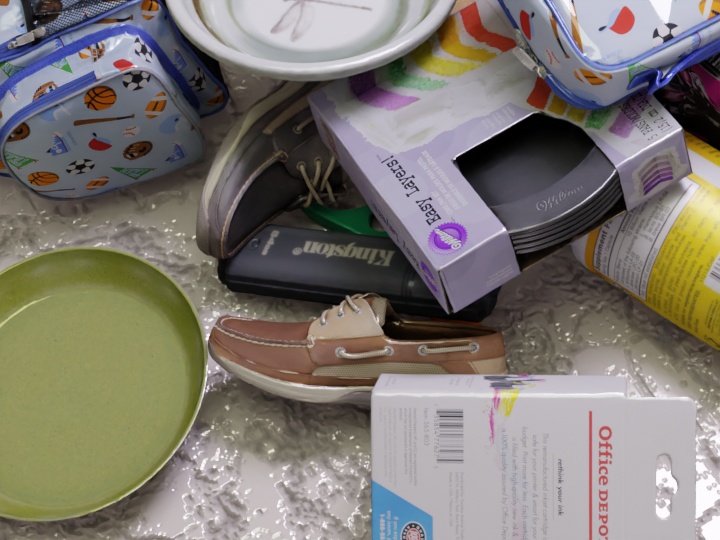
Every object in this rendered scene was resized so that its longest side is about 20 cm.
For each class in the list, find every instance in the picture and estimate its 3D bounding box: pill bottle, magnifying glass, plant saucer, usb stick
[{"bbox_3d":[0.208,-0.029,1.570,0.199,0.113,0.113,33,68,22],"label":"pill bottle"},{"bbox_3d":[0.020,-0.026,1.643,0.079,0.022,0.200,-30,59,-12],"label":"magnifying glass"},{"bbox_3d":[-0.194,0.079,1.587,0.199,0.031,0.201,-5,61,10],"label":"plant saucer"},{"bbox_3d":[-0.031,-0.185,1.593,0.199,0.050,0.201,-2,48,2],"label":"plant saucer"},{"bbox_3d":[0.000,0.000,1.602,0.199,0.033,0.056,7,58,23],"label":"usb stick"}]

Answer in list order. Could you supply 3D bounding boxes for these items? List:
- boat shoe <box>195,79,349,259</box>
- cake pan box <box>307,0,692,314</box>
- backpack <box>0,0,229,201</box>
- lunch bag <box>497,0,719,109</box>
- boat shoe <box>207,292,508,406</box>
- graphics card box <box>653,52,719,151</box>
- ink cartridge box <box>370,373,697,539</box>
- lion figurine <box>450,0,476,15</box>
[{"bbox_3d":[-0.039,-0.084,1.627,0.073,0.075,0.200,26,63,18],"label":"boat shoe"},{"bbox_3d":[0.088,-0.084,1.538,0.184,0.052,0.200,-30,49,-5],"label":"cake pan box"},{"bbox_3d":[-0.201,-0.135,1.645,0.189,0.200,0.155,-15,57,12],"label":"backpack"},{"bbox_3d":[0.176,-0.192,1.505,0.199,0.076,0.161,-28,77,-18],"label":"lunch bag"},{"bbox_3d":[0.001,0.048,1.557,0.199,0.072,0.076,10,16,3],"label":"boat shoe"},{"bbox_3d":[0.223,-0.126,1.592,0.200,0.126,0.051,41,70,8],"label":"graphics card box"},{"bbox_3d":[0.108,0.126,1.487,0.199,0.068,0.116,1,97,6],"label":"ink cartridge box"},{"bbox_3d":[0.067,-0.195,1.673,0.199,0.072,0.123,30,91,-17],"label":"lion figurine"}]
